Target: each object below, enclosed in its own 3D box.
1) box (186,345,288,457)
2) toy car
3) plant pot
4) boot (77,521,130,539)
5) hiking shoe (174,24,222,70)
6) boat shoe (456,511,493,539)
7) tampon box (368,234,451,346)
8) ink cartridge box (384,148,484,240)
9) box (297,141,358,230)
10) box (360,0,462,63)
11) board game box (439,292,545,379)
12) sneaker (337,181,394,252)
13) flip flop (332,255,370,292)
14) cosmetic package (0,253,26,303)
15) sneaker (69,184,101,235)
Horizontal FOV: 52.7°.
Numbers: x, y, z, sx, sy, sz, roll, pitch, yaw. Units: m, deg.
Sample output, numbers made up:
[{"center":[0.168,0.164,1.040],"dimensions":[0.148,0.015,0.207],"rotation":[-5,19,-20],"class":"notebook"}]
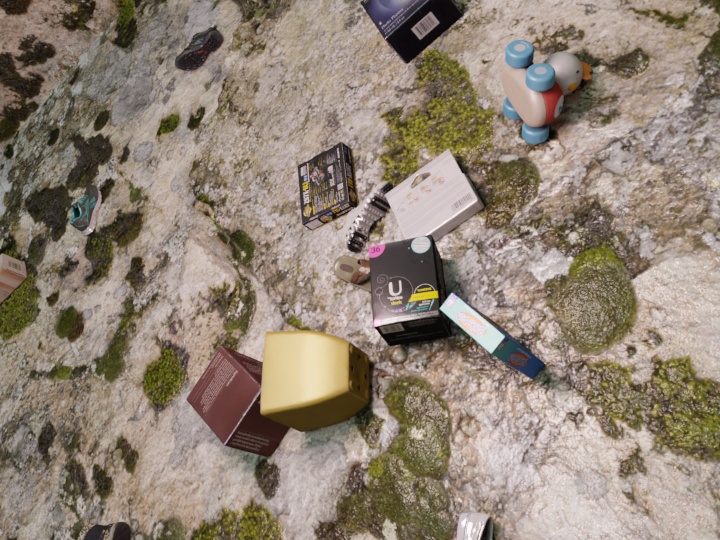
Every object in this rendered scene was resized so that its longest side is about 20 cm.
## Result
[{"center":[-0.283,0.319,1.773],"dimensions":[0.200,0.166,0.164],"rotation":[35,91,42],"class":"box"},{"center":[0.433,-0.418,1.613],"dimensions":[0.200,0.185,0.177],"rotation":[-21,53,-6],"class":"toy car"},{"center":[-0.089,0.246,1.656],"dimensions":[0.199,0.194,0.196],"rotation":[-10,63,23],"class":"plant pot"},{"center":[-0.701,0.774,1.938],"dimensions":[0.153,0.073,0.204],"rotation":[-10,57,35],"class":"boot"},{"center":[-0.576,-0.789,2.579],"dimensions":[0.200,0.076,0.101],"rotation":[-32,45,10],"class":"hiking shoe"},{"center":[0.215,0.554,1.355],"dimensions":[0.065,0.074,0.201],"rotation":[-12,64,37],"class":"boat shoe"},{"center":[0.108,0.045,1.612],"dimensions":[0.149,0.126,0.201],"rotation":[-11,62,13],"class":"tampon box"},{"center":[0.174,-0.166,1.739],"dimensions":[0.200,0.045,0.177],"rotation":[-35,53,19],"class":"ink cartridge box"},{"center":[-0.091,-0.229,1.963],"dimensions":[0.159,0.049,0.200],"rotation":[-25,57,29],"class":"box"},{"center":[0.133,-0.712,1.973],"dimensions":[0.200,0.123,0.199],"rotation":[-38,50,16],"class":"box"},{"center":[0.262,0.131,1.433],"dimensions":[0.045,0.200,0.152],"rotation":[-51,48,5],"class":"board game box"},{"center":[0.009,-0.146,1.839],"dimensions":[0.200,0.075,0.081],"rotation":[-54,40,3],"class":"sneaker"},{"center":[0.000,0.000,1.782],"dimensions":[0.200,0.058,0.081],"rotation":[18,81,40],"class":"flip flop"},{"center":[-1.375,0.043,2.760],"dimensions":[0.200,0.103,0.087],"rotation":[-41,50,16],"class":"cosmetic package"},{"center":[-0.990,-0.230,2.606],"dimensions":[0.077,0.091,0.201],"rotation":[-18,60,28],"class":"sneaker"}]
